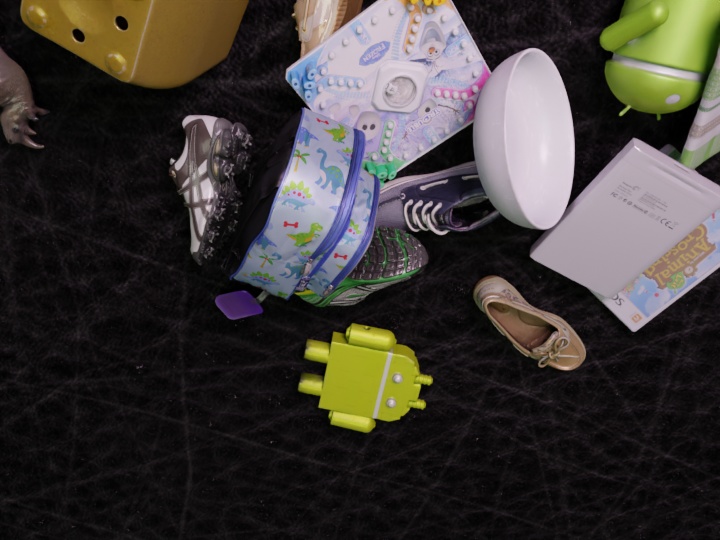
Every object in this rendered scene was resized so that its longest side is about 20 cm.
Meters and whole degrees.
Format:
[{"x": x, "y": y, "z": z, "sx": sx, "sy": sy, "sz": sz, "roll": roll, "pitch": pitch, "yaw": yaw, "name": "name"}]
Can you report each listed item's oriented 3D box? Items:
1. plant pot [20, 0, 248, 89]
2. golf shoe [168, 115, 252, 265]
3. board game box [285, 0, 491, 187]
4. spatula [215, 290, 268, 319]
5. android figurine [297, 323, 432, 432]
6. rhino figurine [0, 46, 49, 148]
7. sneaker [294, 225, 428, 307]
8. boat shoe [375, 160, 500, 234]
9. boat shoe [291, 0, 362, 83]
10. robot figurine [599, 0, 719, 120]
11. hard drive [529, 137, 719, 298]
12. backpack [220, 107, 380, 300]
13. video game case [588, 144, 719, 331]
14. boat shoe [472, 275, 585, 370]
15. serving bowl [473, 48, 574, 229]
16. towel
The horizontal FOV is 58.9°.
[{"x": -0.227, "y": -0.301, "z": 0.644, "sx": 0.195, "sy": 0.201, "sz": 0.195, "roll": 28, "pitch": 131, "yaw": -10, "name": "plant pot"}, {"x": -0.206, "y": -0.108, "z": 0.839, "sx": 0.094, "sy": 0.078, "sz": 0.201, "roll": 23, "pitch": 114, "yaw": 12, "name": "golf shoe"}, {"x": 0.047, "y": -0.212, "z": 0.752, "sx": 0.199, "sy": 0.026, "sz": 0.200, "roll": -31, "pitch": 131, "yaw": 16, "name": "board game box"}, {"x": -0.116, "y": 0.022, "z": 0.911, "sx": 0.199, "sy": 0.021, "sz": 0.057, "roll": -25, "pitch": 132, "yaw": 10, "name": "spatula"}, {"x": 0.007, "y": 0.164, "z": 0.964, "sx": 0.198, "sy": 0.041, "sz": 0.183, "roll": 14, "pitch": 115, "yaw": -1, "name": "android figurine"}, {"x": -0.462, "y": -0.237, "z": 0.790, "sx": 0.087, "sy": 0.060, "sz": 0.201, "roll": -29, "pitch": 114, "yaw": 4, "name": "rhino figurine"}, {"x": 0.000, "y": 0.000, "z": 0.848, "sx": 0.199, "sy": 0.079, "sz": 0.085, "roll": -12, "pitch": 148, "yaw": 28, "name": "sneaker"}, {"x": 0.084, "y": -0.078, "z": 0.813, "sx": 0.199, "sy": 0.093, "sz": 0.075, "roll": -20, "pitch": 117, "yaw": 12, "name": "boat shoe"}, {"x": -0.042, "y": -0.300, "z": 0.737, "sx": 0.069, "sy": 0.074, "sz": 0.201, "roll": 31, "pitch": 124, "yaw": 14, "name": "boat shoe"}, {"x": 0.342, "y": -0.266, "z": 0.699, "sx": 0.174, "sy": 0.116, "sz": 0.201, "roll": -4, "pitch": 119, "yaw": -30, "name": "robot figurine"}, {"x": 0.322, "y": -0.055, "z": 0.788, "sx": 0.131, "sy": 0.027, "sz": 0.200, "roll": 26, "pitch": 135, "yaw": -8, "name": "hard drive"}, {"x": -0.059, "y": -0.077, "z": 0.745, "sx": 0.146, "sy": 0.184, "sz": 0.200, "roll": 19, "pitch": 148, "yaw": -15, "name": "backpack"}, {"x": 0.389, "y": -0.036, "z": 0.857, "sx": 0.182, "sy": 0.022, "sz": 0.200, "roll": 40, "pitch": 111, "yaw": -15, "name": "video game case"}, {"x": 0.240, "y": 0.087, "z": 0.900, "sx": 0.199, "sy": 0.063, "sz": 0.073, "roll": 33, "pitch": 112, "yaw": -12, "name": "boat shoe"}, {"x": 0.183, "y": -0.147, "z": 0.741, "sx": 0.065, "sy": 0.200, "sz": 0.201, "roll": -1, "pitch": 120, "yaw": 39, "name": "serving bowl"}, {"x": 0.414, "y": -0.214, "z": 0.696, "sx": 0.149, "sy": 0.031, "sz": 0.201, "roll": -30, "pitch": 142, "yaw": -20, "name": "towel"}]
